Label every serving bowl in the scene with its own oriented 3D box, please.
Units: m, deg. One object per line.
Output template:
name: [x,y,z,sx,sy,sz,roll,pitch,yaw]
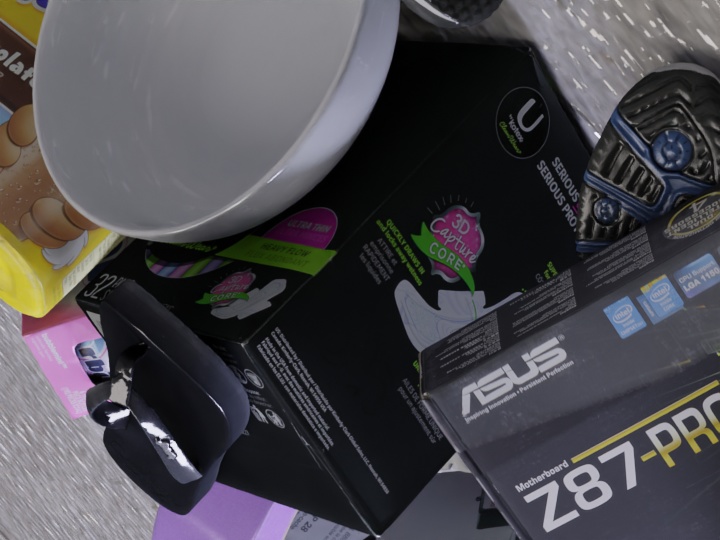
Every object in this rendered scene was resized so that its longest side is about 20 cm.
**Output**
serving bowl: [-0.056,-0.102,1.053,0.200,0.200,0.066,22,179,42]

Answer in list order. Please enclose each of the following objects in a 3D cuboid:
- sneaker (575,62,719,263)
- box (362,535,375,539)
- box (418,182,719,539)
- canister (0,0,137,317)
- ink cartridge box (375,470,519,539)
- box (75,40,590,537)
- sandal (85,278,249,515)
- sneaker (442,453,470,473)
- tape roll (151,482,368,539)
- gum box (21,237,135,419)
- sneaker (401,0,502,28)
sneaker: [0.141,-0.001,1.008,0.076,0.077,0.200,6,121,20]
box: [0.126,0.183,1.242,0.193,0.048,0.200,-33,104,26]
box: [0.149,0.054,0.958,0.161,0.200,0.049,56,-166,-20]
canister: [-0.141,-0.090,1.163,0.149,0.200,0.087,39,157,13]
ink cartridge box: [0.118,0.174,1.167,0.200,0.083,0.147,-8,115,17]
box: [0.000,0.000,1.082,0.149,0.200,0.124,12,141,52]
sandal: [-0.091,0.070,1.038,0.076,0.043,0.200,38,156,15]
sneaker: [0.092,0.052,1.123,0.200,0.075,0.081,1,134,9]
tape roll: [-0.029,0.117,1.328,0.066,0.200,0.200,33,155,24]
gum box: [-0.115,-0.019,1.223,0.200,0.113,0.066,-101,-12,-50]
sneaker: [-0.007,-0.185,0.960,0.200,0.074,0.080,55,160,-4]
